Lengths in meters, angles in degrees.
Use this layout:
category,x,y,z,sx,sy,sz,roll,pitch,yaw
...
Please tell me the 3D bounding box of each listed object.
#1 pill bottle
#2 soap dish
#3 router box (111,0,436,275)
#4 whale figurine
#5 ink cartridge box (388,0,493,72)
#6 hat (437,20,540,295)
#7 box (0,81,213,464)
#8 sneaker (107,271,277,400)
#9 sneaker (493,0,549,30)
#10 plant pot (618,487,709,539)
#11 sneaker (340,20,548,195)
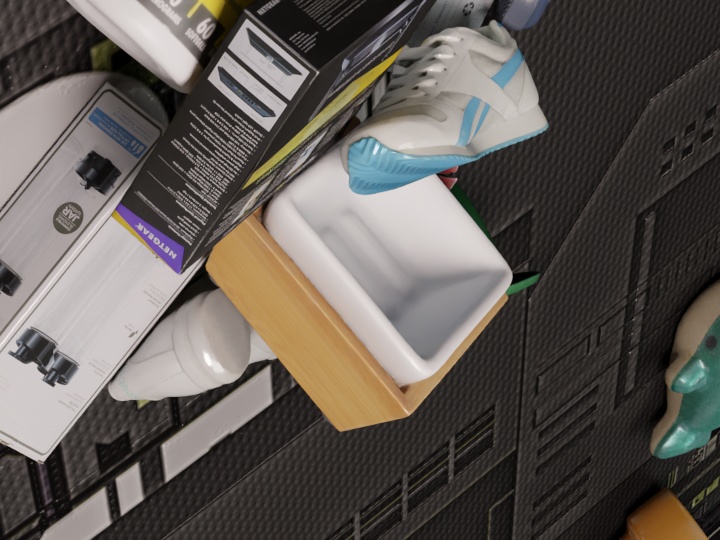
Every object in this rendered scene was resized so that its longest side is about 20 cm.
category,x,y,z,sx,sy,sz,roll,pitch,yaw
pill bottle,-0.066,-0.201,1.164,0.200,0.114,0.114,-51,151,-4
soap dish,0.000,0.000,1.379,0.081,0.158,0.200,-39,-178,29
router box,-0.034,-0.103,1.217,0.157,0.052,0.200,-53,175,36
whale figurine,0.342,0.099,2.088,0.159,0.104,0.201,-11,131,-51
ink cartridge box,0.034,-0.215,1.366,0.200,0.043,0.197,2,122,-53
hat,0.026,-0.054,1.545,0.199,0.177,0.166,-18,-177,7
box,-0.166,0.004,1.300,0.200,0.060,0.117,-52,151,-2
sneaker,-0.103,0.039,1.416,0.088,0.076,0.200,-25,-179,17
sneaker,0.160,-0.229,1.447,0.201,0.082,0.070,-60,-168,-5
plant pot,0.287,0.347,2.214,0.183,0.201,0.200,-36,150,2
sneaker,0.041,-0.099,1.363,0.076,0.081,0.200,-17,-175,31
